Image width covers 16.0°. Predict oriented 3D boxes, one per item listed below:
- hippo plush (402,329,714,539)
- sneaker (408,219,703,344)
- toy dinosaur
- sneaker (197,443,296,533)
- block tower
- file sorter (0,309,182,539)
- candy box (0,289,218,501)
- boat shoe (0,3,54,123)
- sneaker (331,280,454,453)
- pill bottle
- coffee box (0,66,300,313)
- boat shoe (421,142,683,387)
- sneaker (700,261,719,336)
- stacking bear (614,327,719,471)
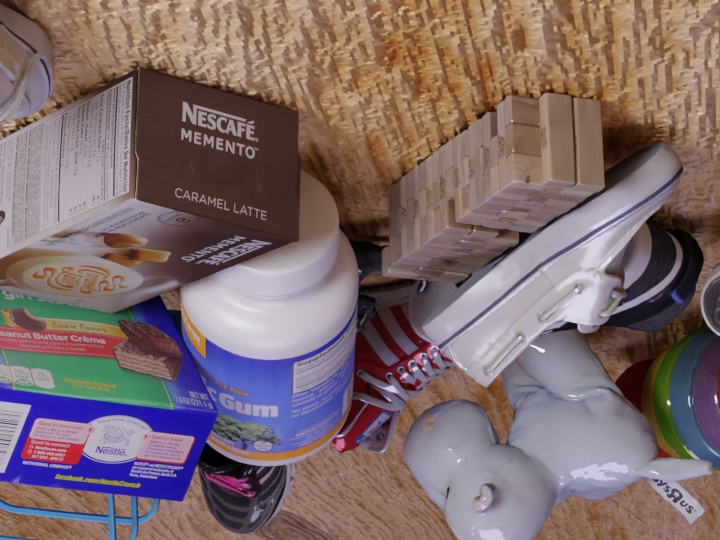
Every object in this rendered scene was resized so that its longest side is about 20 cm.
[{"bbox_3d":[0.121,0.145,1.830,0.160,0.200,0.160,-33,155,-17],"label":"hippo plush"},{"bbox_3d":[0.136,0.020,1.689,0.199,0.073,0.112,-16,155,41],"label":"sneaker"},{"bbox_3d":[0.000,0.000,1.684,0.199,0.048,0.088,-14,151,31],"label":"toy dinosaur"},{"bbox_3d":[-0.091,0.120,1.769,0.074,0.087,0.200,25,136,17],"label":"sneaker"},{"bbox_3d":[0.074,-0.047,1.506,0.054,0.058,0.200,7,160,-21],"label":"block tower"},{"bbox_3d":[-0.199,0.113,1.743,0.138,0.123,0.200,5,-158,13],"label":"file sorter"},{"bbox_3d":[-0.199,0.047,1.587,0.168,0.200,0.077,9,119,-30],"label":"candy box"},{"bbox_3d":[-0.205,-0.097,1.294,0.074,0.087,0.202,-2,163,9],"label":"boat shoe"},{"bbox_3d":[0.034,0.068,1.781,0.199,0.113,0.071,-9,161,30],"label":"sneaker"},{"bbox_3d":[-0.057,0.026,1.602,0.111,0.112,0.200,1,145,-1],"label":"pill bottle"},{"bbox_3d":[-0.136,-0.042,1.484,0.114,0.080,0.200,13,159,-36],"label":"coffee box"},{"bbox_3d":[0.126,0.002,1.528,0.200,0.070,0.071,-40,-176,27],"label":"boat shoe"},{"bbox_3d":[0.316,-0.009,1.637,0.199,0.073,0.085,-9,-168,12],"label":"sneaker"},{"bbox_3d":[0.258,0.097,1.893,0.113,0.122,0.200,7,170,-26],"label":"stacking bear"}]
